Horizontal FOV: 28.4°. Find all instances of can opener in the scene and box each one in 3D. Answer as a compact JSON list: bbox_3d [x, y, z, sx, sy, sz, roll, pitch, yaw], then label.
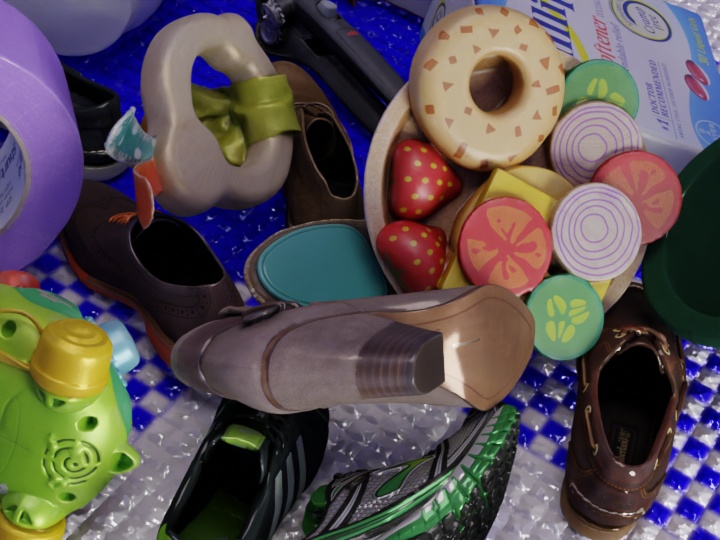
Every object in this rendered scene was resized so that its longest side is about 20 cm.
[{"bbox_3d":[-0.013,-0.162,1.074,0.078,0.064,0.200,-21,52,-31],"label":"can opener"}]

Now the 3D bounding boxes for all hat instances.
[{"bbox_3d":[0.292,0.026,0.915,0.165,0.176,0.200,1,59,47],"label":"hat"}]

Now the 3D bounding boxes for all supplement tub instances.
[{"bbox_3d":[-0.198,-0.268,1.083,0.144,0.145,0.200,15,43,3],"label":"supplement tub"}]

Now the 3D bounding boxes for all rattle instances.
[{"bbox_3d":[-0.135,-0.076,0.882,0.142,0.130,0.200,1,35,26],"label":"rattle"}]

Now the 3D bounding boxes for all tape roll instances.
[{"bbox_3d":[-0.265,-0.072,0.825,0.199,0.200,0.066,-5,47,-18],"label":"tape roll"}]

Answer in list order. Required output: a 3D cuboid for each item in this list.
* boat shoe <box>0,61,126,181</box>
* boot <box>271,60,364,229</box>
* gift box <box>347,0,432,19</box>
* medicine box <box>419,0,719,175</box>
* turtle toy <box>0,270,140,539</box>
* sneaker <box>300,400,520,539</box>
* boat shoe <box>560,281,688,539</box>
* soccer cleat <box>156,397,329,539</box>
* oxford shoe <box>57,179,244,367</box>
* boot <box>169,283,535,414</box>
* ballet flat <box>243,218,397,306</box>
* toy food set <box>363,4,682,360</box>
[{"bbox_3d":[-0.244,-0.134,0.991,0.199,0.066,0.074,33,47,20],"label":"boat shoe"},{"bbox_3d":[-0.033,-0.095,0.994,0.073,0.076,0.200,-5,45,-15],"label":"boot"},{"bbox_3d":[0.058,-0.326,1.174,0.200,0.185,0.187,26,43,22],"label":"gift box"},{"bbox_3d":[0.151,-0.124,1.018,0.199,0.103,0.182,16,42,-16],"label":"medicine box"},{"bbox_3d":[-0.200,0.056,0.768,0.200,0.146,0.101,26,24,13],"label":"turtle toy"},{"bbox_3d":[0.020,0.127,0.776,0.085,0.078,0.200,30,44,24],"label":"sneaker"},{"bbox_3d":[0.168,0.071,0.873,0.070,0.070,0.200,13,42,4],"label":"boat shoe"},{"bbox_3d":[-0.059,0.103,0.778,0.067,0.081,0.200,18,41,5],"label":"soccer cleat"},{"bbox_3d":[-0.130,-0.016,0.882,0.071,0.073,0.200,-26,45,-30],"label":"oxford shoe"},{"bbox_3d":[-0.003,0.040,0.792,0.146,0.070,0.200,2,2,28],"label":"boot"},{"bbox_3d":[0.000,0.000,0.906,0.200,0.065,0.071,-13,76,-38],"label":"ballet flat"},{"bbox_3d":[0.100,-0.049,0.878,0.198,0.049,0.200,27,82,-14],"label":"toy food set"}]
